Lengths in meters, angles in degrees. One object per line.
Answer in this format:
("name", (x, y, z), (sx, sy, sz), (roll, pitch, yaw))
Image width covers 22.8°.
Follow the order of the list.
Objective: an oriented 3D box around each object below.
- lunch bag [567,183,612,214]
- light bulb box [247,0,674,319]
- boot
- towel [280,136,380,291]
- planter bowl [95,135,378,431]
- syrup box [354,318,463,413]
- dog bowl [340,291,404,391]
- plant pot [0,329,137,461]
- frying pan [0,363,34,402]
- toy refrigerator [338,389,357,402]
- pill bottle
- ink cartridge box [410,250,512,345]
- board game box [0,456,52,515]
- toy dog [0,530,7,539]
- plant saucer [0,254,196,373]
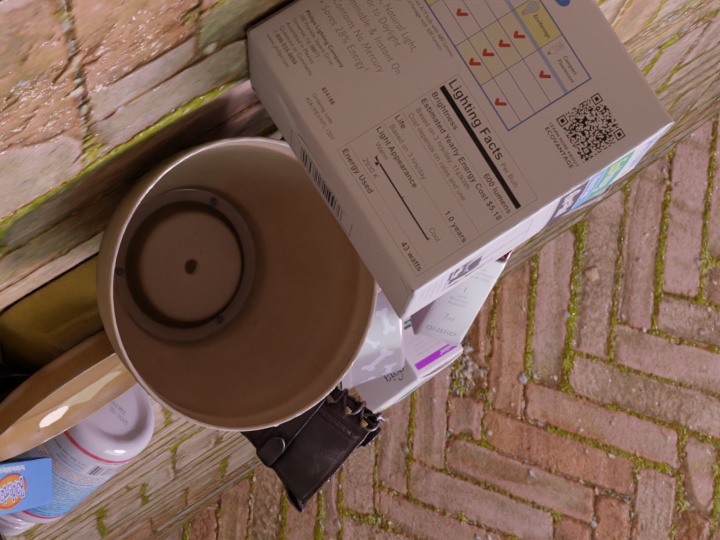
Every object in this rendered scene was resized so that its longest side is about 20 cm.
("lunch bag", (0.106, -0.093, 1.670), (0.199, 0.141, 0.167), (-26, -174, -30))
("light bulb box", (0.060, -0.109, 1.156), (0.199, 0.199, 0.125), (-32, 174, -7))
("boot", (-0.051, 0.076, 1.450), (0.201, 0.173, 0.069), (-56, 174, 23))
("towel", (-0.055, -0.004, 1.355), (0.030, 0.146, 0.201), (12, 119, -54))
("planter bowl", (-0.104, 0.002, 1.275), (0.199, 0.202, 0.134), (-31, -161, -19))
("syrup box", (0.002, 0.027, 1.723), (0.081, 0.201, 0.079), (-26, 170, -46))
("dog bowl", (0.000, 0.000, 1.539), (0.058, 0.202, 0.200), (-6, 170, -3))
("plant pot", (-0.225, 0.089, 1.445), (0.199, 0.028, 0.200), (-34, 173, -5))
("frying pan", (-0.332, 0.104, 1.424), (0.115, 0.031, 0.189), (-35, 157, 25))
("toy refrigerator", (-0.096, 0.104, 1.585), (0.070, 0.199, 0.076), (-56, 170, -15))
("pill bottle", (-0.293, 0.172, 1.705), (0.200, 0.109, 0.108), (-40, 170, 34))
("ink cartridge box", (0.085, -0.071, 1.419), (0.044, 0.201, 0.177), (16, 125, -20))
("board game box", (-0.360, 0.184, 1.486), (0.150, 0.046, 0.200), (-4, 176, 10))
("toy dog", (-0.359, 0.274, 1.669), (0.195, 0.199, 0.140), (-57, -167, 10))
("plant saucer", (-0.198, 0.029, 1.467), (0.199, 0.049, 0.200), (-32, 172, -16))
